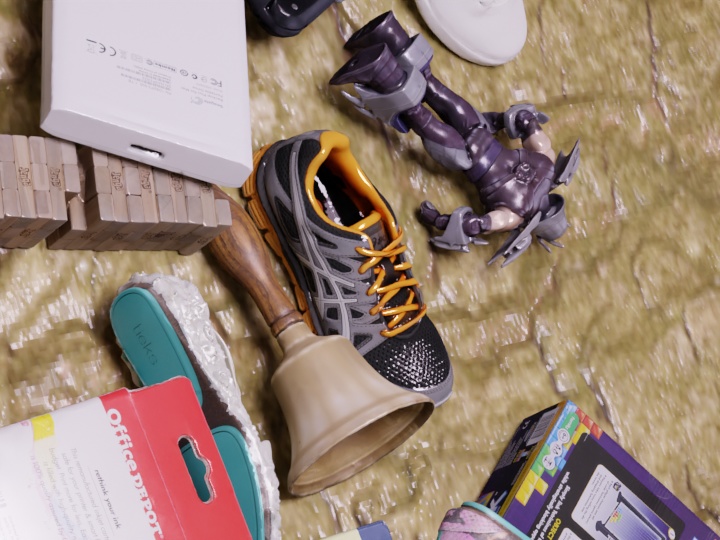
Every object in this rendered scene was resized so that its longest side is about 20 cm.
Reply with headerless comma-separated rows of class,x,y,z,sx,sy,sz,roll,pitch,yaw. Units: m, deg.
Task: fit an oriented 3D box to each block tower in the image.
block tower,-0.179,-0.046,1.413,0.199,0.054,0.058,3,70,-33

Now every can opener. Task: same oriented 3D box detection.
can opener,-0.016,-0.218,1.586,0.063,0.079,0.200,54,40,-10

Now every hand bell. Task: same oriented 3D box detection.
hand bell,-0.050,0.029,1.463,0.104,0.104,0.200,-21,70,-37

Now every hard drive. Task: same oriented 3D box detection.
hard drive,-0.133,-0.149,1.464,0.132,0.026,0.200,16,45,-24

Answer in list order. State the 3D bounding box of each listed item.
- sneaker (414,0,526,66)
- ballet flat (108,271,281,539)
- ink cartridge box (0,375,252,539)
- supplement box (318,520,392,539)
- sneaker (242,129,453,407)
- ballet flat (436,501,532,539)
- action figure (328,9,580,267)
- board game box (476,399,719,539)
sneaker,0.077,-0.224,1.599,0.075,0.088,0.200,-46,123,-32
ballet flat,-0.085,0.090,1.413,0.072,0.072,0.201,-15,80,-36
ink cartridge box,-0.172,0.142,1.332,0.200,0.067,0.117,-16,81,-36
supplement box,-0.066,0.261,1.235,0.199,0.134,0.201,-13,78,-36
sneaker,0.000,0.000,1.495,0.078,0.077,0.200,-36,93,-39
ballet flat,0.126,0.211,1.434,0.200,0.069,0.071,28,76,-17
action figure,0.070,-0.085,1.584,0.200,0.069,0.130,44,47,-15
board game box,0.135,0.210,1.509,0.165,0.057,0.200,43,54,-13
